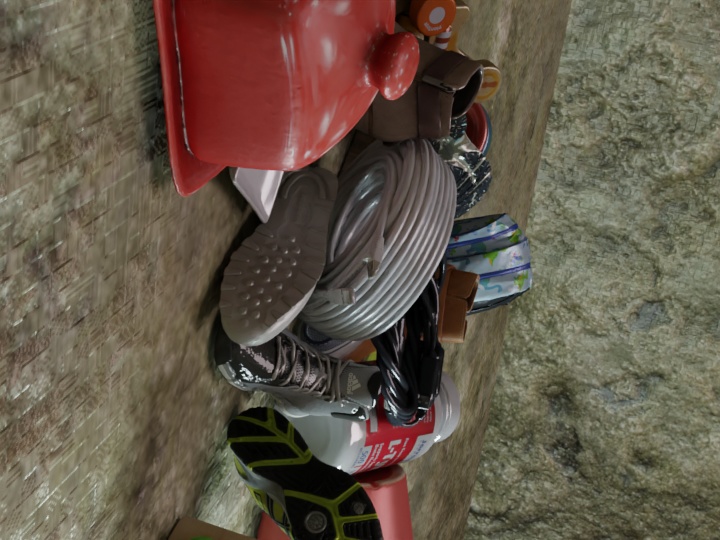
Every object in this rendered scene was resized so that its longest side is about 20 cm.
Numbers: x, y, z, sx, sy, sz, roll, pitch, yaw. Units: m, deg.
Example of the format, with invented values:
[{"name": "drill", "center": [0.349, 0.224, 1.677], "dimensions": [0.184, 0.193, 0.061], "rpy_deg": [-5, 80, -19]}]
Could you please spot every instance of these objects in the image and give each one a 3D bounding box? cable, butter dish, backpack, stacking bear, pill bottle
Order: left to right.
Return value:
[{"name": "butter dish", "center": [-0.031, -0.153, 0.774], "dimensions": [0.200, 0.147, 0.201], "rpy_deg": [-50, 153, -41]}, {"name": "cable", "center": [0.010, -0.032, 1.072], "dimensions": [0.199, 0.069, 0.201], "rpy_deg": [-16, -135, 61]}, {"name": "pill bottle", "center": [0.013, 0.151, 1.234], "dimensions": [0.199, 0.112, 0.114], "rpy_deg": [-2, 108, -48]}, {"name": "cable", "center": [0.044, 0.047, 1.151], "dimensions": [0.163, 0.050, 0.202], "rpy_deg": [50, 47, -60]}, {"name": "stacking bear", "center": [0.113, -0.173, 1.503], "dimensions": [0.200, 0.112, 0.123], "rpy_deg": [-10, 114, -81]}, {"name": "backpack", "center": [0.117, -0.001, 1.480], "dimensions": [0.163, 0.198, 0.156], "rpy_deg": [1, 95, -76]}]

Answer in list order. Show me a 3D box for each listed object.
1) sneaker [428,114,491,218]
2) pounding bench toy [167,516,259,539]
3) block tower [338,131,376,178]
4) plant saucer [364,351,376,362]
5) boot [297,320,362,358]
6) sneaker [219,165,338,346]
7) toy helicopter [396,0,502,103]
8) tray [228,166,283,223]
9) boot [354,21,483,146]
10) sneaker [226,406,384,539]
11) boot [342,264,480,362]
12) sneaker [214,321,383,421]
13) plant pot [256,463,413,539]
[{"name": "sneaker", "center": [0.078, -0.131, 1.219], "dimensions": [0.077, 0.087, 0.201], "rpy_deg": [-32, 143, -8]}, {"name": "pounding bench toy", "center": [-0.105, 0.283, 1.006], "dimensions": [0.201, 0.123, 0.157], "rpy_deg": [-62, 161, -46]}, {"name": "block tower", "center": [0.028, -0.145, 1.275], "dimensions": [0.058, 0.053, 0.202], "rpy_deg": [81, 27, -61]}, {"name": "plant saucer", "center": [0.020, 0.169, 1.475], "dimensions": [0.201, 0.048, 0.200], "rpy_deg": [-63, 169, 10]}, {"name": "boot", "center": [0.000, 0.000, 1.208], "dimensions": [0.200, 0.072, 0.091], "rpy_deg": [-50, 152, -21]}, {"name": "sneaker", "center": [-0.064, -0.001, 0.995], "dimensions": [0.081, 0.076, 0.201], "rpy_deg": [102, 9, -45]}, {"name": "toy helicopter", "center": [0.075, -0.219, 1.227], "dimensions": [0.199, 0.079, 0.133], "rpy_deg": [24, 111, -44]}, {"name": "tray", "center": [-0.066, -0.148, 0.945], "dimensions": [0.107, 0.022, 0.202], "rpy_deg": [58, 47, -71]}, {"name": "boot", "center": [0.041, -0.192, 1.075], "dimensions": [0.071, 0.145, 0.201], "rpy_deg": [83, 24, -53]}, {"name": "sneaker", "center": [-0.045, 0.208, 1.051], "dimensions": [0.075, 0.200, 0.077], "rpy_deg": [-29, 147, -21]}, {"name": "boot", "center": [0.043, 0.065, 1.331], "dimensions": [0.074, 0.153, 0.202], "rpy_deg": [75, 32, -65]}, {"name": "sneaker", "center": [-0.040, 0.084, 1.033], "dimensions": [0.200, 0.114, 0.076], "rpy_deg": [44, 57, -61]}, {"name": "plant pot", "center": [-0.027, 0.294, 1.245], "dimensions": [0.200, 0.198, 0.180], "rpy_deg": [-17, 112, -75]}]
